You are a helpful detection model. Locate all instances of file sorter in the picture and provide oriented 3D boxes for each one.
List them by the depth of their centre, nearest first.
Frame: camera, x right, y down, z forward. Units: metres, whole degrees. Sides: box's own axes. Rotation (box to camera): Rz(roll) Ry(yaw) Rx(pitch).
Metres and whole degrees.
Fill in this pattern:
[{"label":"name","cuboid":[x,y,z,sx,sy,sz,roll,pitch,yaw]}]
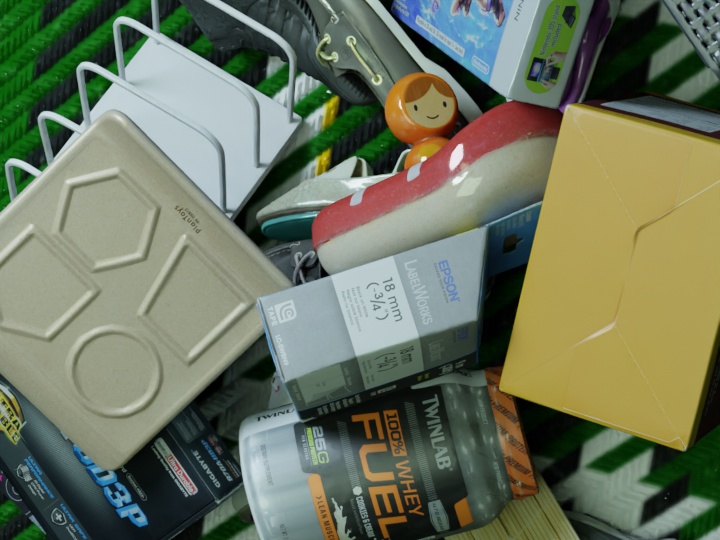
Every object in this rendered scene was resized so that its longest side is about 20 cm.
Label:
[{"label":"file sorter","cuboid":[-0.152,-0.095,1.570,0.138,0.125,0.200,31,68,10]}]

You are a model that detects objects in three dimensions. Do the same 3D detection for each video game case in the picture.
[{"label":"video game case","cuboid":[0.100,-0.229,1.444,0.200,0.045,0.182,45,121,57]}]

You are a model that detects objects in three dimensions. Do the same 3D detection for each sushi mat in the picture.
[{"label":"sushi mat","cuboid":[0.111,0.198,1.568,0.096,0.012,0.200,-43,54,18]}]

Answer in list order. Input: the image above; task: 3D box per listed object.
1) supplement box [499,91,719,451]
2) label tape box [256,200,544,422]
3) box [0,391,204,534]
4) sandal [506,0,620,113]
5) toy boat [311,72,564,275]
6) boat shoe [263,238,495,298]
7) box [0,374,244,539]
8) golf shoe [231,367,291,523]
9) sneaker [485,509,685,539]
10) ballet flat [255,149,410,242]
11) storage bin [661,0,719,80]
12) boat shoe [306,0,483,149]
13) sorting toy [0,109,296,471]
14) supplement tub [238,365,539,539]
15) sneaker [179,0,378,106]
[{"label":"supplement box","cuboid":[0.207,-0.007,1.444,0.132,0.200,0.198,17,104,21]},{"label":"label tape box","cuboid":[0.038,0.032,1.440,0.199,0.144,0.064,-18,75,-1]},{"label":"box","cuboid":[-0.204,0.086,1.674,0.115,0.132,0.200,41,111,14]},{"label":"sandal","cuboid":[0.150,-0.197,1.513,0.082,0.050,0.204,4,102,-4]},{"label":"toy boat","cuboid":[0.053,-0.075,1.474,0.200,0.130,0.131,-23,76,38]},{"label":"boat shoe","cuboid":[0.000,0.000,1.582,0.199,0.057,0.067,-3,71,4]},{"label":"box","cuboid":[-0.197,0.117,1.565,0.159,0.046,0.200,-36,88,34]},{"label":"golf shoe","cuboid":[-0.037,0.107,1.642,0.092,0.073,0.200,45,103,17]},{"label":"sneaker","cuboid":[0.172,0.223,1.558,0.199,0.079,0.074,5,102,25]},{"label":"ballet flat","cuboid":[0.018,-0.058,1.607,0.199,0.067,0.063,-2,68,20]},{"label":"storage bin","cuboid":[0.261,-0.199,1.393,0.094,0.200,0.135,-36,82,22]},{"label":"boat shoe","cuboid":[0.005,-0.158,1.548,0.060,0.072,0.202,-44,92,-1]},{"label":"sorting toy","cuboid":[-0.171,0.015,1.470,0.200,0.036,0.185,-42,101,14]},{"label":"supplement tub","cuboid":[0.021,0.139,1.536,0.199,0.123,0.123,-16,91,4]},{"label":"sneaker","cuboid":[-0.072,-0.192,1.618,0.200,0.060,0.104,48,141,-11]}]
